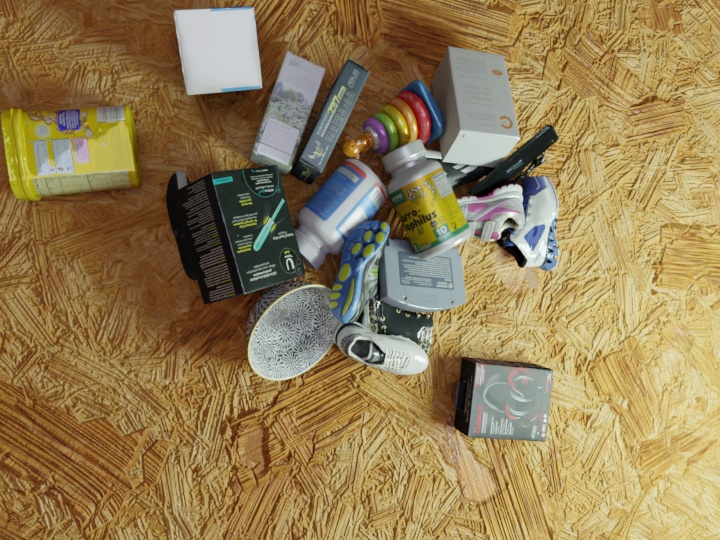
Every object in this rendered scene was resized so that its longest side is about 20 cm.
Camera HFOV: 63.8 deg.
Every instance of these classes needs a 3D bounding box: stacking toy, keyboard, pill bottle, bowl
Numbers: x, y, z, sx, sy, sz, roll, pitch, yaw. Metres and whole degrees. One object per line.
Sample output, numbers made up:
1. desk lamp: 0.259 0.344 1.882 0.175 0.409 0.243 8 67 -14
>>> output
1. stacking toy: 0.047 -0.263 1.098 0.198 0.109 0.117 -32 96 -21
2. keyboard: 0.309 -0.206 1.154 0.199 0.126 0.021 -40 63 19
3. pill bottle: 0.117 -0.133 1.075 0.111 0.113 0.203 -26 94 -12
4. pill bottle: -0.049 -0.103 1.089 0.112 0.112 0.200 44 81 -10
5. bowl: -0.137 0.091 1.061 0.198 0.094 0.204 -23 133 -28

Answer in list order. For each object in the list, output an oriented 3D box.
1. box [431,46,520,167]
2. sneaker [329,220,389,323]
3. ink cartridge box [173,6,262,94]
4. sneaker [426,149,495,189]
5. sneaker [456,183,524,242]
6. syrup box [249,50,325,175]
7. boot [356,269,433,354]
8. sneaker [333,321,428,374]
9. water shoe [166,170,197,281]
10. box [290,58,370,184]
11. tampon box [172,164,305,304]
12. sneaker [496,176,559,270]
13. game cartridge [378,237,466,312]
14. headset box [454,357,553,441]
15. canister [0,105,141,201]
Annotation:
1. box: 0.219 -0.316 1.123 0.122 0.098 0.204 4 64 -13
2. sneaker: 0.000 0.000 1.052 0.070 0.083 0.203 15 75 20
3. ink cartridge box: -0.249 -0.379 1.007 0.126 0.200 0.128 -9 110 -13
4. sneaker: 0.189 -0.177 1.173 0.196 0.073 0.114 6 97 -10
5. sneaker: 0.240 -0.099 1.149 0.196 0.081 0.090 -19 69 4
6. syrup box: -0.138 -0.292 1.083 0.077 0.081 0.204 19 85 -14
7. boot: 0.066 0.075 1.141 0.151 0.073 0.208 3 91 -17
8. sneaker: 0.045 0.157 1.065 0.197 0.080 0.078 19 95 -22
9. water shoe: -0.300 -0.083 1.063 0.078 0.071 0.204 -13 92 -40
10. box: -0.060 -0.266 1.063 0.050 0.158 0.203 26 85 -12
11. tampon box: -0.210 -0.063 1.011 0.149 0.125 0.204 -18 94 -49
12. sneaker: 0.343 -0.094 1.198 0.113 0.080 0.204 -7 93 -15
13. game cartridge: 0.119 0.013 1.127 0.197 0.041 0.136 6 77 -32
14. headset box: 0.284 0.264 1.188 0.196 0.075 0.152 8 89 -13
15. canister: -0.491 -0.205 0.998 0.196 0.086 0.152 -8 92 -15
